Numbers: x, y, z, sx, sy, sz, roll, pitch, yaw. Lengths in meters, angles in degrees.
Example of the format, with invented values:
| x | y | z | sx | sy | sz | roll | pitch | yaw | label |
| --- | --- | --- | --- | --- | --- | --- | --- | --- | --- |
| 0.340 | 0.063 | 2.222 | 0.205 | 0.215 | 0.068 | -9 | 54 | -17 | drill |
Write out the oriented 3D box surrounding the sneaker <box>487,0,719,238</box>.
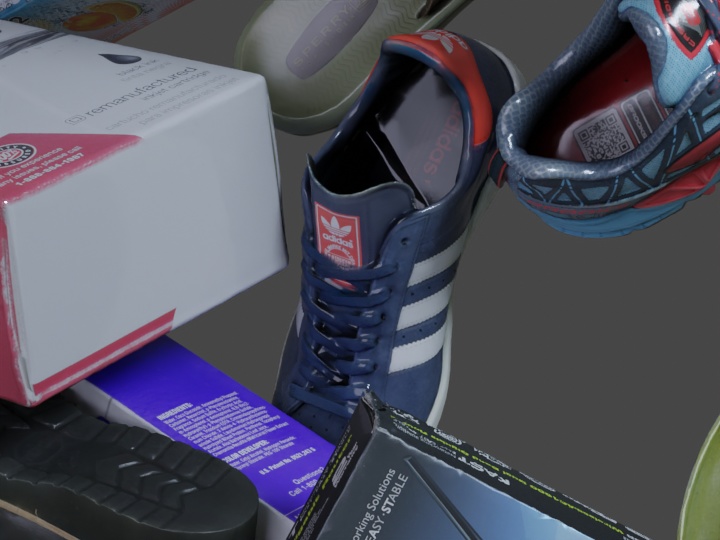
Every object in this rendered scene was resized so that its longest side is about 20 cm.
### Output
| x | y | z | sx | sy | sz | roll | pitch | yaw | label |
| --- | --- | --- | --- | --- | --- | --- | --- | --- | --- |
| 0.134 | -0.080 | 0.999 | 0.200 | 0.095 | 0.079 | -37 | 70 | 15 | sneaker |

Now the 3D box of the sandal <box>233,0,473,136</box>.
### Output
| x | y | z | sx | sy | sz | roll | pitch | yaw | label |
| --- | --- | --- | --- | --- | --- | --- | --- | --- | --- |
| 0.021 | -0.138 | 1.079 | 0.080 | 0.057 | 0.201 | 39 | 95 | 24 | sandal |

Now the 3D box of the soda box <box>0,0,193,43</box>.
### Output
| x | y | z | sx | sy | sz | roll | pitch | yaw | label |
| --- | --- | --- | --- | --- | --- | --- | --- | --- | --- |
| -0.067 | -0.153 | 1.081 | 0.200 | 0.068 | 0.064 | -23 | 70 | 41 | soda box |

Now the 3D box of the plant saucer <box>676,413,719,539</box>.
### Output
| x | y | z | sx | sy | sz | roll | pitch | yaw | label |
| --- | --- | --- | --- | --- | --- | --- | --- | --- | --- |
| 0.211 | 0.106 | 0.972 | 0.200 | 0.031 | 0.201 | -4 | 81 | 24 | plant saucer |

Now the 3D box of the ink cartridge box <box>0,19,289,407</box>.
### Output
| x | y | z | sx | sy | sz | roll | pitch | yaw | label |
| --- | --- | --- | --- | --- | --- | --- | --- | --- | --- |
| -0.150 | -0.032 | 1.046 | 0.200 | 0.146 | 0.085 | 13 | 120 | 38 | ink cartridge box |

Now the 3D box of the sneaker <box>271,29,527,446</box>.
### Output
| x | y | z | sx | sy | sz | roll | pitch | yaw | label |
| --- | --- | --- | --- | --- | --- | --- | --- | --- | --- |
| 0.000 | 0.000 | 1.053 | 0.075 | 0.084 | 0.200 | 16 | 89 | 25 | sneaker |

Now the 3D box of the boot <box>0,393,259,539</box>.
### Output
| x | y | z | sx | sy | sz | roll | pitch | yaw | label |
| --- | --- | --- | --- | --- | --- | --- | --- | --- | --- |
| -0.134 | 0.116 | 1.030 | 0.200 | 0.077 | 0.139 | 25 | 121 | 31 | boot |

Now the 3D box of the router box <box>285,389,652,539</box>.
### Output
| x | y | z | sx | sy | sz | roll | pitch | yaw | label |
| --- | --- | --- | --- | --- | --- | --- | --- | --- | --- |
| 0.023 | 0.165 | 0.957 | 0.150 | 0.062 | 0.200 | 27 | 95 | -7 | router box |

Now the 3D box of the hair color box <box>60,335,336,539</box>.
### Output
| x | y | z | sx | sy | sz | roll | pitch | yaw | label |
| --- | --- | --- | --- | --- | --- | --- | --- | --- | --- |
| -0.083 | 0.091 | 1.067 | 0.200 | 0.065 | 0.109 | 31 | 121 | 25 | hair color box |
